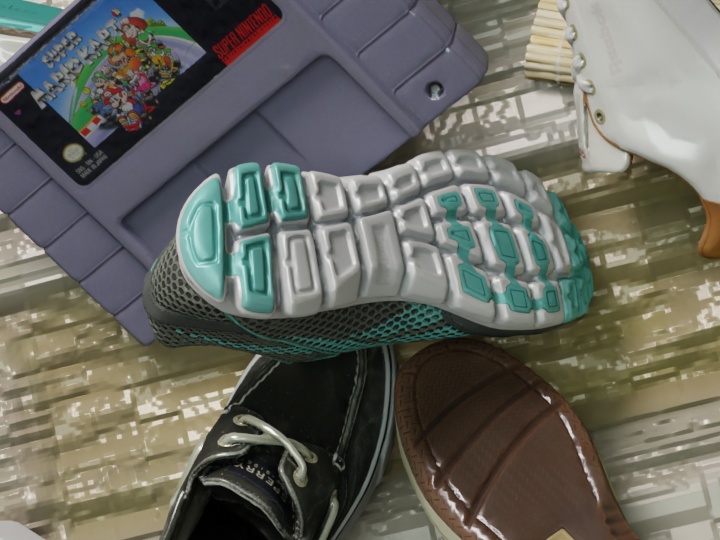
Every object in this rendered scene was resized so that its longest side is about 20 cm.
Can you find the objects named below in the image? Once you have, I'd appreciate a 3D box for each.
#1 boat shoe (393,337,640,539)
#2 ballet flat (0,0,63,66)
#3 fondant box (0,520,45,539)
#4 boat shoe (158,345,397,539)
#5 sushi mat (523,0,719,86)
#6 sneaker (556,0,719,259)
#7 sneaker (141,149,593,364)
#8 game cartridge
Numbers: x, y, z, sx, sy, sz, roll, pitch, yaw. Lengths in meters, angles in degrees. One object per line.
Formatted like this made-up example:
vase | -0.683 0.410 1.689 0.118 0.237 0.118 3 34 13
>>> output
boat shoe | 0.076 0.118 1.088 0.075 0.075 0.203 -25 55 -14
ballet flat | -0.092 -0.075 1.150 0.199 0.069 0.070 7 86 8
fondant box | -0.143 0.226 1.131 0.144 0.058 0.200 30 92 12
boat shoe | -0.037 0.092 1.090 0.070 0.064 0.201 20 66 9
sushi mat | 0.172 -0.110 1.121 0.199 0.012 0.096 10 86 13
sneaker | 0.101 -0.090 1.087 0.085 0.073 0.200 -39 87 11
sneaker | 0.000 0.000 1.089 0.199 0.091 0.078 4 67 -32
game cartridge | -0.063 -0.068 1.095 0.130 0.038 0.200 42 119 -19
